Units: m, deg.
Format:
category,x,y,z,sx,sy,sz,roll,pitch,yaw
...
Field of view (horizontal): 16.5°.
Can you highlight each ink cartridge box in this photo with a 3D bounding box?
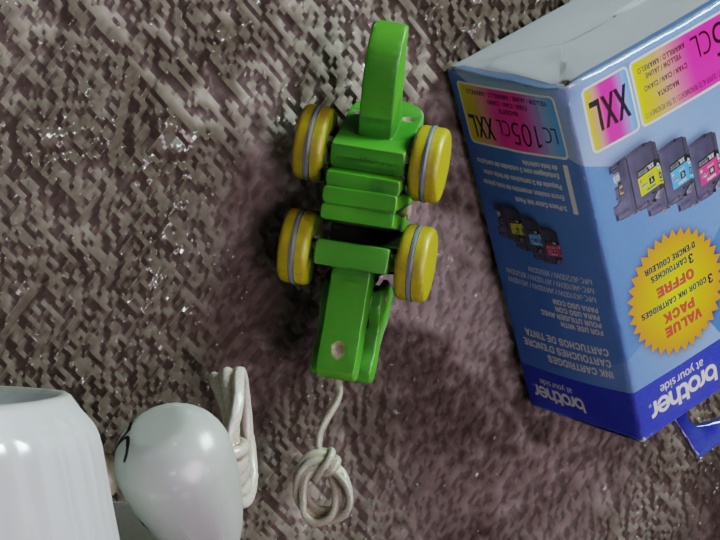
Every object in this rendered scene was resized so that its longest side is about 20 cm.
category,x,y,z,sx,sy,sz,roll,pitch,yaw
ink cartridge box,0.130,-0.020,1.075,0.136,0.076,0.200,-30,120,-30

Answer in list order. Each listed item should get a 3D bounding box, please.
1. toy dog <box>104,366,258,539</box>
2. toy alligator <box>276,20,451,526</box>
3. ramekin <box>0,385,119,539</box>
category,x,y,z,sx,sy,sz,roll,pitch,yaw
toy dog,-0.083,0.139,0.932,0.096,0.132,0.200,-5,103,2
toy alligator,0.000,0.000,0.990,0.054,0.059,0.200,-30,128,-78
ramekin,-0.169,0.087,0.786,0.202,0.202,0.094,-2,91,-39
